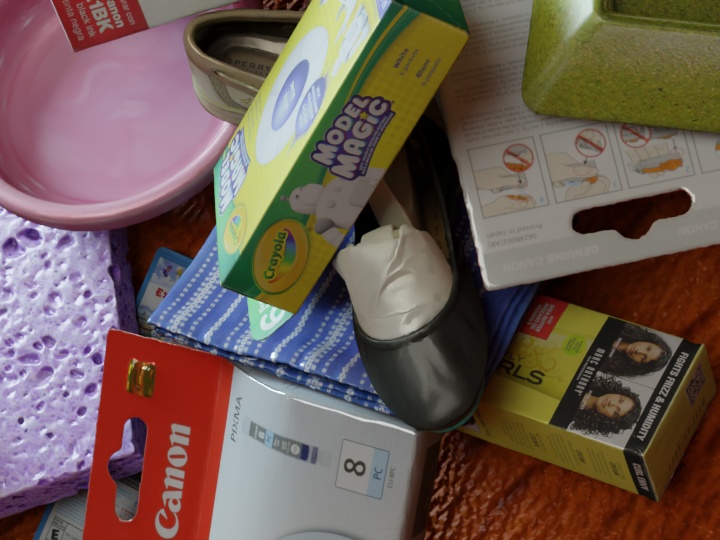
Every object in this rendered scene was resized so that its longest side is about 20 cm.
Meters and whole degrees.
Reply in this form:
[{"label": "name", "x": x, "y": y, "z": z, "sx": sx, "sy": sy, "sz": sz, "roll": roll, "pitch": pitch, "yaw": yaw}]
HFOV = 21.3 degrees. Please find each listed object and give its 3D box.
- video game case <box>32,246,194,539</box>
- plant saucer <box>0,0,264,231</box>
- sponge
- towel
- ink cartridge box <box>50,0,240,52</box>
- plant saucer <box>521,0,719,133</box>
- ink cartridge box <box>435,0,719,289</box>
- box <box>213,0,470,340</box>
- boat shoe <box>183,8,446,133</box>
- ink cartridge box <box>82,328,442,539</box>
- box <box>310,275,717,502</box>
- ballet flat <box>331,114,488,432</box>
[{"label": "video game case", "x": -0.099, "y": 0.102, "z": 1.104, "sx": 0.143, "sy": 0.018, "sz": 0.200, "roll": 23, "pitch": 90, "yaw": 31}, {"label": "plant saucer", "x": -0.145, "y": -0.110, "z": 1.136, "sx": 0.200, "sy": 0.051, "sz": 0.201, "roll": -5, "pitch": 65, "yaw": 12}, {"label": "sponge", "x": -0.186, "y": 0.038, "z": 1.131, "sx": 0.111, "sy": 0.030, "sz": 0.200, "roll": -18, "pitch": 61, "yaw": 15}, {"label": "towel", "x": 0.000, "y": 0.000, "z": 1.009, "sx": 0.200, "sy": 0.024, "sz": 0.145, "roll": 15, "pitch": 59, "yaw": 29}, {"label": "ink cartridge box", "x": -0.080, "y": -0.216, "z": 1.067, "sx": 0.200, "sy": 0.084, "sz": 0.144, "roll": -17, "pitch": 35, "yaw": 5}, {"label": "plant saucer", "x": 0.189, "y": -0.166, "z": 0.939, "sx": 0.199, "sy": 0.048, "sz": 0.200, "roll": 7, "pitch": 72, "yaw": 5}, {"label": "ink cartridge box", "x": 0.119, "y": -0.094, "z": 0.978, "sx": 0.160, "sy": 0.047, "sz": 0.200, "roll": -12, "pitch": 73, "yaw": 0}, {"label": "box", "x": -0.021, "y": -0.070, "z": 0.951, "sx": 0.200, "sy": 0.048, "sz": 0.117, "roll": -60, "pitch": 21, "yaw": 27}, {"label": "boat shoe", "x": 0.001, "y": -0.107, "z": 1.045, "sx": 0.200, "sy": 0.065, "sz": 0.072, "roll": 9, "pitch": 71, "yaw": 9}, {"label": "ink cartridge box", "x": -0.065, "y": 0.131, "z": 1.016, "sx": 0.200, "sy": 0.047, "sz": 0.160, "roll": 14, "pitch": 104, "yaw": 18}, {"label": "box", "x": 0.077, "y": 0.049, "z": 0.990, "sx": 0.200, "sy": 0.050, "sz": 0.075, "roll": 18, "pitch": 63, "yaw": 31}, {"label": "ballet flat", "x": 0.017, "y": -0.011, "z": 0.954, "sx": 0.068, "sy": 0.068, "sz": 0.200, "roll": -24, "pitch": 44, "yaw": 17}]
